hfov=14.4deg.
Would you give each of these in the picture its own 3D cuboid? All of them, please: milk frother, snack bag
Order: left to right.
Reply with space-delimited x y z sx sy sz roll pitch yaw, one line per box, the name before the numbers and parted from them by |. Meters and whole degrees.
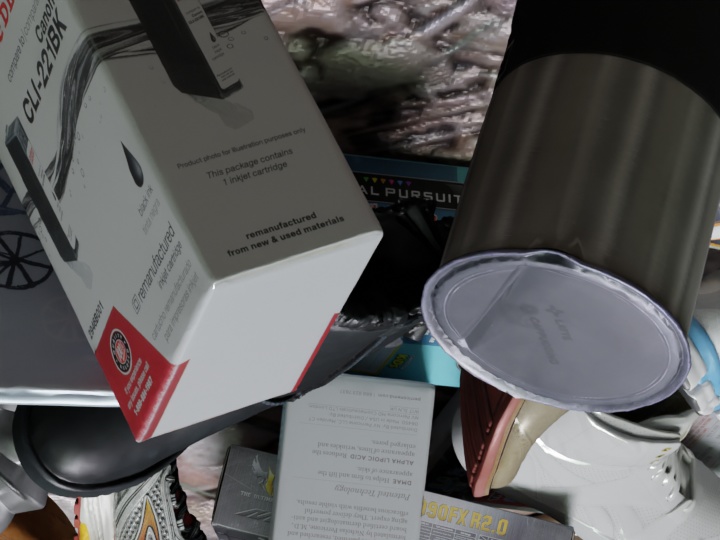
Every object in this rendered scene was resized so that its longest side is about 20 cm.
snack bag | -0.150 -0.010 1.295 0.188 0.201 0.021 1 138 -8
milk frother | 0.152 -0.030 1.236 0.199 0.189 0.181 1 146 25

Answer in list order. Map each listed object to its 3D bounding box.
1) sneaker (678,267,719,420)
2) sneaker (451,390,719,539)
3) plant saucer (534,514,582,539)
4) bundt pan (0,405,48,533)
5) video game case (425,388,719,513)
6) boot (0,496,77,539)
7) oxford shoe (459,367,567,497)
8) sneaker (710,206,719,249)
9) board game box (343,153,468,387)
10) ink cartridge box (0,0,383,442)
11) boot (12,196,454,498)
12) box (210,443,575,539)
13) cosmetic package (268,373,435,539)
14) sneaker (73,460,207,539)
sneaker | 0.197 0.027 1.457 0.086 0.075 0.200 -34 177 7
sneaker | 0.162 0.105 1.584 0.199 0.074 0.115 22 146 -33
plant saucer | 0.152 0.208 1.848 0.199 0.030 0.200 -2 149 -1
bundt pan | -0.218 0.055 1.404 0.201 0.076 0.203 -5 108 -16
video game case | 0.137 0.091 1.655 0.181 0.023 0.200 8 149 -17
boot | -0.212 0.151 1.591 0.069 0.188 0.200 -50 138 -2
oxford shoe | 0.095 0.059 1.459 0.074 0.071 0.200 -2 151 -11
sneaker | 0.229 -0.053 1.363 0.199 0.079 0.079 -3 147 23
board game box | 0.000 0.000 1.466 0.199 0.047 0.151 6 149 -13
ink cartridge box | -0.086 -0.053 1.206 0.083 0.201 0.144 -17 157 -26
boot | -0.051 0.035 1.342 0.198 0.074 0.162 -20 173 -38
box | 0.017 0.153 1.633 0.199 0.049 0.158 13 169 3
cosmetic package | -0.009 0.157 1.498 0.081 0.201 0.113 5 175 2
sneaker | -0.114 0.142 1.583 0.082 0.201 0.078 10 -169 9
